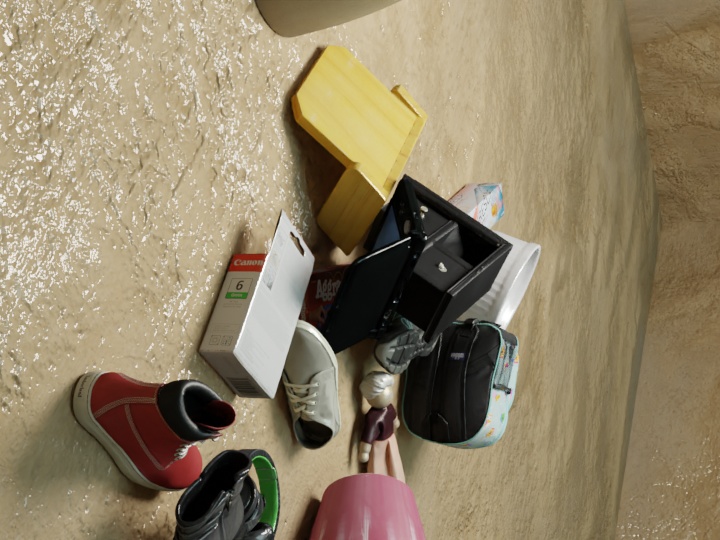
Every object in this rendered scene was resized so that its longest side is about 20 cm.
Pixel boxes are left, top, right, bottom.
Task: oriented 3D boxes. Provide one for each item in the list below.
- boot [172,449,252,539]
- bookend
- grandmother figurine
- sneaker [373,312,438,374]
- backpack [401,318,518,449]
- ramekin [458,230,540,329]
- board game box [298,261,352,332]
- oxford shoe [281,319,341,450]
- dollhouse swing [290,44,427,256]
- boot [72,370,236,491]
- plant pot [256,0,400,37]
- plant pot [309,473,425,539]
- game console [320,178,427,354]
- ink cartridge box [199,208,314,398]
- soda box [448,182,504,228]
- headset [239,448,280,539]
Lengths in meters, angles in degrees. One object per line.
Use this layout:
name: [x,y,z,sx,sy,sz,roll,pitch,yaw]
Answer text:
boot: [-0.176,0.276,1.084,0.132,0.070,0.200,100,15,-48]
bookend: [0.081,-0.023,1.567,0.199,0.200,0.092,-34,154,-51]
grandmother figurine: [0.032,0.241,1.623,0.121,0.060,0.201,-50,138,-67]
sneaker: [0.054,0.102,1.645,0.076,0.079,0.200,-67,161,13]
backpack: [0.161,0.188,1.766,0.153,0.175,0.201,36,62,-56]
ramekin: [0.230,0.027,1.929,0.201,0.097,0.201,-57,164,-26]
board game box: [-0.033,0.045,1.518,0.200,0.019,0.104,-14,103,-65]
oxford shoe: [-0.066,0.149,1.385,0.058,0.075,0.201,-60,147,-49]
dollhouse swing: [-0.027,-0.170,1.508,0.182,0.175,0.200,-54,-172,46]
boot: [-0.169,0.164,1.071,0.200,0.144,0.073,59,37,-51]
plant pot: [-0.008,-0.389,1.345,0.187,0.199,0.188,0,90,-66]
plant pot: [0.010,0.375,1.438,0.200,0.199,0.180,64,20,-44]
game console: [0.000,0.000,1.432,0.200,0.116,0.176,114,-26,-43]
ink cartridge box: [-0.118,0.038,1.296,0.109,0.050,0.201,59,38,-49]
soda box: [0.193,-0.098,1.951,0.200,0.068,0.064,-42,128,-57]
headset: [-0.123,0.288,1.235,0.200,0.093,0.124,-63,145,-55]
